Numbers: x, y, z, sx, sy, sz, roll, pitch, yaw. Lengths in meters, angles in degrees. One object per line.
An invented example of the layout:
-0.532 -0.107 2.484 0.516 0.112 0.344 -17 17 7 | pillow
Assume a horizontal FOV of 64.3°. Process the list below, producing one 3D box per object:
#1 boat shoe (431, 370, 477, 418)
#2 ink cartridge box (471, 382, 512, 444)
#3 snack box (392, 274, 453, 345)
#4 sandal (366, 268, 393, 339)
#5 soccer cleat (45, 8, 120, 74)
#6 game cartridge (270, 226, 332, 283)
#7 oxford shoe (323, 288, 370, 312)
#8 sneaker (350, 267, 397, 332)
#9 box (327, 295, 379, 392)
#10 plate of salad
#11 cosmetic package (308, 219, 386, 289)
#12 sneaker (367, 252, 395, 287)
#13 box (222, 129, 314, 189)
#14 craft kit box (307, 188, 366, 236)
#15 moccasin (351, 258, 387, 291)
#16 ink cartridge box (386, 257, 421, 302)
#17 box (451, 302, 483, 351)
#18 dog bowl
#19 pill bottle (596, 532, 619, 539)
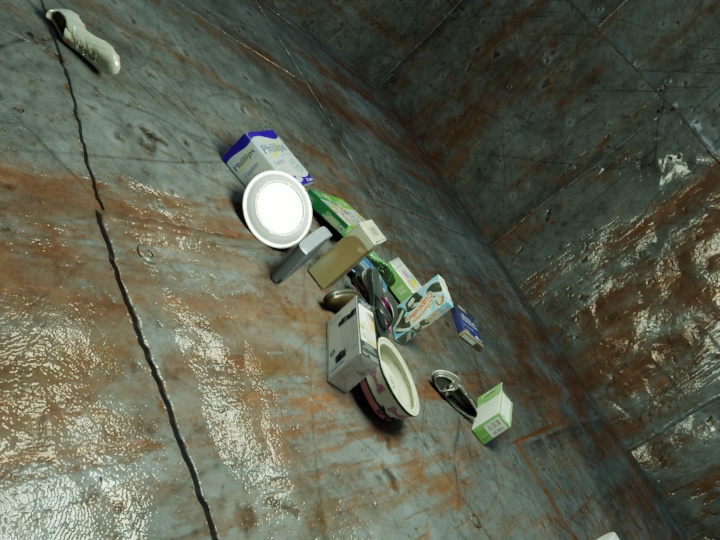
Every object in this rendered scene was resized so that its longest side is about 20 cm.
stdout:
0.283 0.364 1.677 0.200 0.067 0.057 43 18 -26 | boat shoe
0.406 0.434 1.752 0.060 0.104 0.200 49 22 -1 | ink cartridge box
0.174 0.115 1.677 0.037 0.199 0.117 36 26 -33 | snack box
0.057 0.094 1.538 0.075 0.047 0.205 -9 89 -67 | sandal
-0.638 -0.524 1.317 0.200 0.069 0.077 45 27 5 | soccer cleat
-0.139 -0.046 1.425 0.041 0.133 0.200 48 22 -2 | game cartridge
-0.019 0.104 1.504 0.199 0.072 0.085 24 38 -46 | oxford shoe
0.038 0.084 1.637 0.080 0.085 0.203 -41 114 -47 | sneaker
-0.022 0.169 1.342 0.060 0.116 0.202 35 28 -25 | box
-0.215 -0.157 1.478 0.197 0.048 0.204 6 80 -33 | plate of salad
-0.035 -0.043 1.528 0.071 0.199 0.105 52 24 5 | cosmetic package
0.039 -0.029 1.805 0.200 0.078 0.085 46 22 -8 | sneaker
-0.254 -0.283 1.611 0.201 0.105 0.184 49 22 -2 | box
-0.058 -0.172 1.826 0.200 0.049 0.197 44 15 26 | craft kit box
0.000 0.000 1.707 0.201 0.068 0.080 51 15 -3 | moccasin
0.152 0.059 1.885 0.201 0.059 0.104 53 23 6 | ink cartridge box
0.405 0.203 2.201 0.121 0.032 0.202 37 25 -29 | box
0.062 0.265 1.362 0.201 0.073 0.201 56 16 -24 | dog bowl
0.788 0.911 1.726 0.113 0.113 0.202 10 46 -57 | pill bottle
